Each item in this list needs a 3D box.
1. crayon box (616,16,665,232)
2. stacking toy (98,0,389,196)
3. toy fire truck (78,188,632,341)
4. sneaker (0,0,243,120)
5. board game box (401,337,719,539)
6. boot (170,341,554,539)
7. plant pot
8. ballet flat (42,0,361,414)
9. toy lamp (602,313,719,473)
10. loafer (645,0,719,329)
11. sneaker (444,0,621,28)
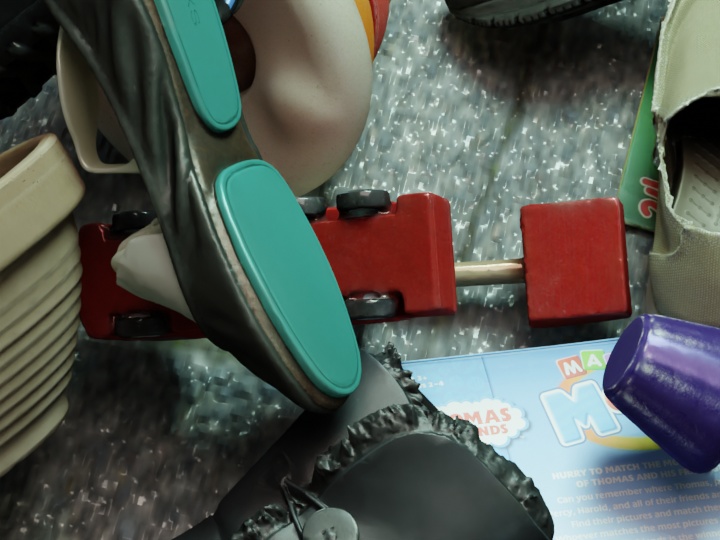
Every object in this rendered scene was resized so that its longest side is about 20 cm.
[{"bbox_3d":[0.219,-0.055,1.121,0.199,0.051,0.127,14,54,4],"label":"crayon box"},{"bbox_3d":[-0.027,-0.132,1.121,0.145,0.147,0.200,26,39,13],"label":"stacking toy"},{"bbox_3d":[0.000,0.000,1.025,0.199,0.141,0.049,-5,85,14],"label":"toy fire truck"},{"bbox_3d":[-0.111,-0.099,0.992,0.112,0.073,0.201,33,99,23],"label":"sneaker"},{"bbox_3d":[0.095,0.118,0.989,0.150,0.037,0.201,-6,56,-11],"label":"board game box"},{"bbox_3d":[0.005,0.138,0.909,0.168,0.076,0.200,-39,58,-4],"label":"boot"},{"bbox_3d":[-0.173,0.040,0.953,0.201,0.201,0.093,-38,102,-29],"label":"plant pot"},{"bbox_3d":[-0.063,-0.035,0.937,0.068,0.068,0.201,-13,81,-63],"label":"ballet flat"},{"bbox_3d":[0.185,0.075,0.983,0.199,0.058,0.058,26,53,-8],"label":"toy lamp"},{"bbox_3d":[0.154,-0.058,1.041,0.075,0.068,0.201,5,53,3],"label":"loafer"},{"bbox_3d":[0.118,-0.167,1.123,0.076,0.199,0.091,-23,91,-62],"label":"sneaker"}]
